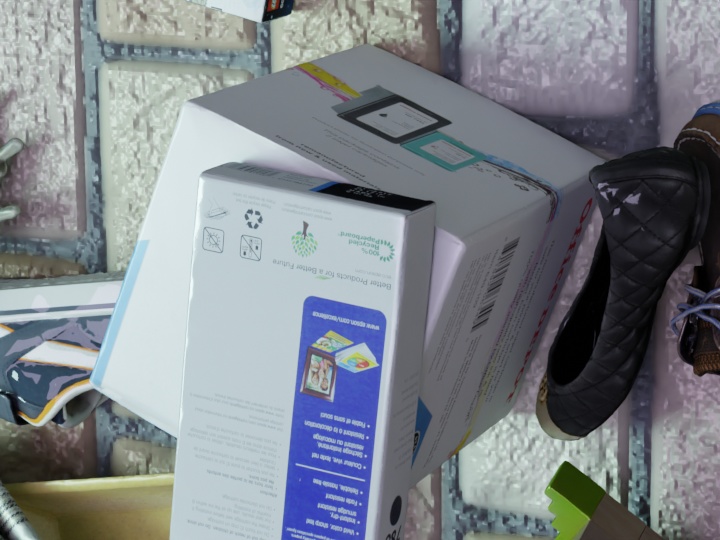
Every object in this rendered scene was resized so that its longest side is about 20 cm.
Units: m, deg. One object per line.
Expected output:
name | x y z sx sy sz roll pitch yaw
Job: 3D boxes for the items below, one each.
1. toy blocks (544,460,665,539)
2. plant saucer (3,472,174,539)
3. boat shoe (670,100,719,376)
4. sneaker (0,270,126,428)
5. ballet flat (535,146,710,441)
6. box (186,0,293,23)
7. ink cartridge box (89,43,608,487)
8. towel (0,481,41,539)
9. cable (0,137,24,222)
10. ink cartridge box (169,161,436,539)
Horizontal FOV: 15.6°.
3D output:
toy blocks | 0.134 0.207 1.277 0.200 0.100 0.137 38 127 1
plant saucer | -0.091 0.199 1.386 0.199 0.048 0.202 -5 99 24
boat shoe | 0.185 0.022 1.201 0.201 0.072 0.072 66 156 -2
sneaker | -0.183 0.043 1.373 0.199 0.078 0.080 -1 98 23
ballet flat | 0.110 0.010 1.217 0.056 0.067 0.201 5 140 -10
box | -0.083 -0.237 1.288 0.136 0.038 0.201 17 108 18
ink cartridge box | 0.000 0.000 1.218 0.145 0.200 0.148 27 111 16
towel | -0.208 0.195 1.404 0.200 0.034 0.193 47 135 23
cable | -0.258 -0.016 1.407 0.199 0.050 0.098 -27 65 33
ink cartridge box | -0.027 0.061 1.111 0.099 0.039 0.202 12 105 21
